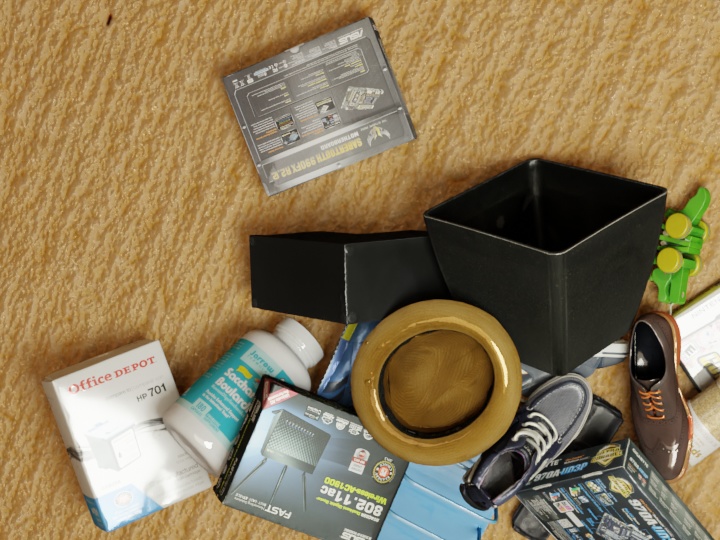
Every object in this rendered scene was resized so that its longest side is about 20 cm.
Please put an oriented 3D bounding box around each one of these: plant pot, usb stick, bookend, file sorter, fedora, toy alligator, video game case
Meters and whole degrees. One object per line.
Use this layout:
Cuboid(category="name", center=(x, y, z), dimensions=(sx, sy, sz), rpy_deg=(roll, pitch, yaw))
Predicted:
Cuboid(category="plant pot", center=(0.213, 0.001, 1.332), dimensions=(0.200, 0.199, 0.178), rpy_deg=(21, 128, 44))
Cuboid(category="usb stick", center=(0.258, 0.249, 1.455), dimensions=(0.055, 0.033, 0.201), rpy_deg=(29, 99, -4))
Cuboid(category="bookend", center=(0.000, 0.000, 1.415), dimensions=(0.200, 0.198, 0.093), rpy_deg=(7, 100, 51))
Cuboid(category="file sorter", center=(0.091, 0.306, 1.438), dimensions=(0.138, 0.123, 0.201), rpy_deg=(26, 99, 3))
Cuboid(category="fedora", center=(0.090, 0.123, 1.335), dimensions=(0.200, 0.082, 0.202), rpy_deg=(2, 99, 13))
Cuboid(category="toy alligator", center=(0.372, -0.005, 1.399), dimensions=(0.054, 0.059, 0.201), rpy_deg=(17, 96, 46))
Cuboid(category="video game case", center=(0.487, 0.099, 1.412), dimensions=(0.180, 0.026, 0.200), rpy_deg=(-35, 91, 9))

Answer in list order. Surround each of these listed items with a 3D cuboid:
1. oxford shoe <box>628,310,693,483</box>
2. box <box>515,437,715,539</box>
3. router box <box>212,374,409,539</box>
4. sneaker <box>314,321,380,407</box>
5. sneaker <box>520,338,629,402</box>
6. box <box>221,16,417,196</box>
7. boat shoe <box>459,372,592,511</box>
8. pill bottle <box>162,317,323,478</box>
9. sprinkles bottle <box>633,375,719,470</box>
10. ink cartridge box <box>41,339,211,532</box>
Cuboid(category="oxford shoe", center=(0.337, 0.149, 1.349), dimensions=(0.071, 0.072, 0.201), rpy_deg=(-9, 86, 31))
Cuboid(category="box", center=(0.303, 0.294, 1.380), dimensions=(0.159, 0.046, 0.200), rpy_deg=(-24, 117, 41))
Cuboid(category="router box", center=(-0.052, 0.228, 1.363), dimensions=(0.199, 0.062, 0.150), rpy_deg=(23, 90, -17))
Cuboid(category="sneaker", center=(-0.009, 0.140, 1.459), dimensions=(0.078, 0.066, 0.201), rpy_deg=(26, 99, 0))
Cuboid(category="sneaker", center=(0.227, 0.118, 1.422), dimensions=(0.199, 0.078, 0.080), rpy_deg=(-1, 94, 15))
Cuboid(category="box", center=(-0.049, -0.200, 1.432), dimensions=(0.199, 0.048, 0.159), rpy_deg=(-21, 94, 9))
Cuboid(category="boat shoe", center=(0.198, 0.195, 1.324), dimensions=(0.075, 0.093, 0.200), rpy_deg=(42, 81, 5))
Cuboid(category="pill bottle", center=(-0.137, 0.149, 1.430), dimensions=(0.111, 0.111, 0.200), rpy_deg=(45, 71, 0))
Cuboid(category="sprinkles bottle", center=(0.378, 0.210, 1.403), dimensions=(0.200, 0.068, 0.068), rpy_deg=(-42, 90, 19))
Cuboid(category="ink cartridge box", center=(-0.294, 0.204, 1.465), dimensions=(0.146, 0.086, 0.201), rpy_deg=(-22, 96, -22))
